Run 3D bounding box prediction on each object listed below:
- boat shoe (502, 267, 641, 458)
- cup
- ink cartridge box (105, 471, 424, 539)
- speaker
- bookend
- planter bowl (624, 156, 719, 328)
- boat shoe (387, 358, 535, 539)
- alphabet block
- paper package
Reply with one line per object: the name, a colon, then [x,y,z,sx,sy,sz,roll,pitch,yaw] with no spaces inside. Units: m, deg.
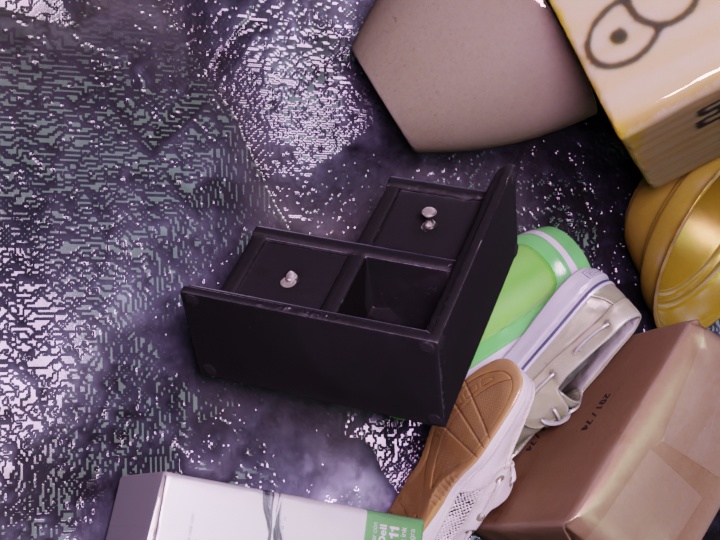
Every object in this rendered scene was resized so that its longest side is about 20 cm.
boat shoe: [0.147,0.092,1.130,0.072,0.062,0.200,7,120,-51]
cup: [0.078,-0.175,1.138,0.143,0.200,0.200,-32,95,4]
ink cartridge box: [-0.076,0.205,1.029,0.200,0.147,0.083,14,76,-20]
speaker: [0.094,0.041,1.154,0.200,0.088,0.089,-31,94,-22]
bookend: [0.000,0.000,1.082,0.198,0.092,0.200,11,46,19]
planter bowl: [0.289,-0.046,1.223,0.200,0.083,0.201,-30,138,-30]
boat shoe: [0.088,0.157,1.110,0.069,0.071,0.200,18,116,-27]
alphabet block: [0.258,-0.204,1.065,0.200,0.196,0.196,-27,72,14]
paper package: [0.207,0.154,1.124,0.103,0.191,0.200,39,70,-10]
